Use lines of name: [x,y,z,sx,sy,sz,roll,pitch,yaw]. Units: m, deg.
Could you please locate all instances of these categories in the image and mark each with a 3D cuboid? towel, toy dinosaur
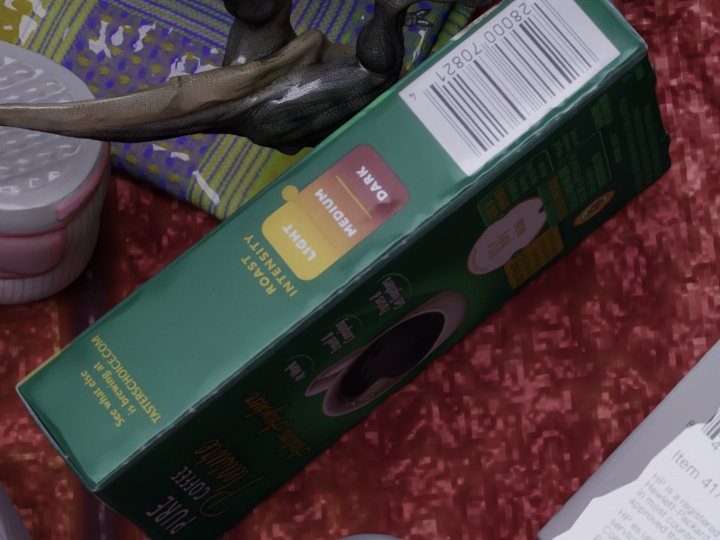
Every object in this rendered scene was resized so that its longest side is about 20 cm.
towel: [-0.065,-0.103,0.966,0.200,0.023,0.144,28,80,16]
toy dinosaur: [-0.018,-0.064,0.858,0.088,0.200,0.048,-55,52,38]

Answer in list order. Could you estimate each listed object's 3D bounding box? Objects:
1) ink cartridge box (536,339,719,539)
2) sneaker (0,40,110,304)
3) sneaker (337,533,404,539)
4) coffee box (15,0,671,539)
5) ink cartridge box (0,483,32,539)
ink cartridge box: [0.172,0.058,0.846,0.200,0.084,0.146,-45,73,-5]
sneaker: [-0.165,-0.051,0.921,0.200,0.105,0.075,27,70,10]
sneaker: [-0.039,0.160,0.854,0.080,0.088,0.200,27,82,15]
coffee box: [0.000,0.000,0.874,0.200,0.123,0.044,-39,74,-1]
ink cartridge box: [-0.186,0.111,0.855,0.198,0.200,0.043,-16,44,4]
